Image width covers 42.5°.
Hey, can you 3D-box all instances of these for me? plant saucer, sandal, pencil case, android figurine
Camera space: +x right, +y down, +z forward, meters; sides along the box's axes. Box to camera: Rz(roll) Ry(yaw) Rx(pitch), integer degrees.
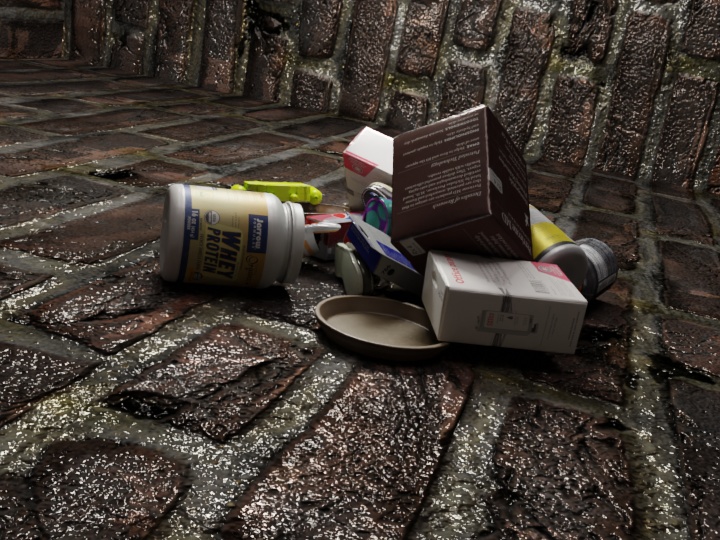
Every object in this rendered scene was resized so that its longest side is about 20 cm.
[{"bbox_3d":[-0.115,-0.108,1.795,0.198,0.032,0.200,2,10,0],"label":"plant saucer"},{"bbox_3d":[-0.128,-0.042,1.570,0.205,0.060,0.079,-9,4,13],"label":"sandal"},{"bbox_3d":[0.099,-0.083,1.559,0.199,0.086,0.092,0,23,-30],"label":"pencil case"},{"bbox_3d":[-0.167,-0.155,1.840,0.180,0.041,0.200,1,9,-14],"label":"android figurine"},{"bbox_3d":[0.033,0.080,1.284,0.198,0.030,0.200,9,15,-2],"label":"plant saucer"}]

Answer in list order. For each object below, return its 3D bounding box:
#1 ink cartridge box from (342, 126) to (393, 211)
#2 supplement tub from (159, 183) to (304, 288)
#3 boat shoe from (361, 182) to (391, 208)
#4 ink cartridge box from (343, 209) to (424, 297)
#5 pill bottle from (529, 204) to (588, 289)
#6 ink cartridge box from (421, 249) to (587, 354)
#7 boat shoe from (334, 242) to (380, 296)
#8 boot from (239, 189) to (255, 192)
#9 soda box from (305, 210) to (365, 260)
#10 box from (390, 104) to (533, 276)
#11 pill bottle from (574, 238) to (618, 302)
[{"bbox_3d":[0.052,-0.158,1.771,0.145,0.201,0.085,27,60,20],"label":"ink cartridge box"},{"bbox_3d":[-0.192,-0.048,1.379,0.198,0.146,0.144,4,17,-17],"label":"supplement tub"},{"bbox_3d":[0.062,-0.070,1.626,0.065,0.072,0.201,-21,71,-47],"label":"boat shoe"},{"bbox_3d":[0.046,-0.020,1.440,0.199,0.039,0.100,28,20,-45],"label":"ink cartridge box"},{"bbox_3d":[0.264,-0.039,1.482,0.111,0.113,0.200,0,32,-31],"label":"pill bottle"},{"bbox_3d":[0.195,0.041,1.298,0.198,0.083,0.147,6,21,-9],"label":"ink cartridge box"},{"bbox_3d":[0.000,-0.003,1.472,0.060,0.073,0.202,2,13,-11],"label":"boat shoe"},{"bbox_3d":[-0.236,-0.096,1.615,0.129,0.068,0.200,0,-4,7],"label":"boot"},{"bbox_3d":[-0.013,-0.067,1.684,0.063,0.071,0.199,18,18,38],"label":"soda box"},{"bbox_3d":[0.154,-0.105,1.404,0.163,0.201,0.166,-16,-35,27],"label":"box"},{"bbox_3d":[0.367,0.009,1.590,0.106,0.107,0.200,18,18,27],"label":"pill bottle"}]
